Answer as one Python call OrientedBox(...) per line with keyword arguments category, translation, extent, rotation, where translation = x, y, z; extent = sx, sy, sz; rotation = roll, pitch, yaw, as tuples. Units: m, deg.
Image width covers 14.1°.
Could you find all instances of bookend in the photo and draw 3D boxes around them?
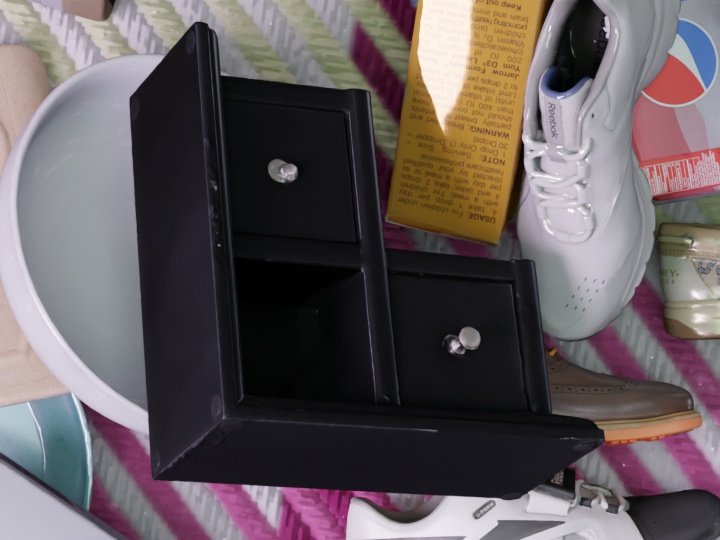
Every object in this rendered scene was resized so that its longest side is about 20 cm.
OrientedBox(category="bookend", translation=(0.000, 0.000, 1.405), extent=(0.199, 0.092, 0.199), rotation=(6, 66, -25))

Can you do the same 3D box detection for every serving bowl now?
OrientedBox(category="serving bowl", translation=(-0.101, -0.005, 1.456), extent=(0.200, 0.066, 0.201), rotation=(15, 63, -32))

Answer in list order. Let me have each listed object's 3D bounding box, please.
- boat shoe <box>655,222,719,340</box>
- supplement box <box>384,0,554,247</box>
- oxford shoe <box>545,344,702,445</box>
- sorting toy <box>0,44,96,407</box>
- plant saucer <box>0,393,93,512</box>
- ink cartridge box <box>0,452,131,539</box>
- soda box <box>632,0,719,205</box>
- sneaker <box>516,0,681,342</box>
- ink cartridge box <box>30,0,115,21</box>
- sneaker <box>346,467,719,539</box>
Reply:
OrientedBox(category="boat shoe", translation=(0.253, -0.007, 1.503), extent=(0.199, 0.073, 0.063), rotation=(-9, 94, -3))
OrientedBox(category="supplement box", translation=(0.060, -0.118, 1.462), extent=(0.069, 0.067, 0.201), rotation=(10, 107, 10))
OrientedBox(category="oxford shoe", translation=(0.079, 0.051, 1.495), extent=(0.199, 0.071, 0.073), rotation=(6, 85, -3))
OrientedBox(category="sorting toy", translation=(-0.236, -0.011, 1.459), extent=(0.199, 0.036, 0.186), rotation=(-10, 76, -19))
OrientedBox(category="plant saucer", translation=(-0.236, 0.102, 1.491), extent=(0.199, 0.036, 0.201), rotation=(0, 90, -3))
OrientedBox(category="ink cartridge box", translation=(-0.165, 0.208, 1.463), extent=(0.200, 0.044, 0.174), rotation=(36, 87, -22))
OrientedBox(category="soda box", translation=(0.150, -0.135, 1.497), extent=(0.063, 0.070, 0.201), rotation=(-10, 91, -3))
OrientedBox(category="sneaker", translation=(0.104, -0.062, 1.432), extent=(0.074, 0.087, 0.201), rotation=(9, 102, 24))
OrientedBox(category="ink cartridge box", translation=(-0.208, -0.191, 1.426), extent=(0.199, 0.165, 0.075), rotation=(18, 89, -3))
OrientedBox(category="sneaker", translation=(0.088, 0.126, 1.493), extent=(0.199, 0.074, 0.089), rotation=(-13, 93, -4))
